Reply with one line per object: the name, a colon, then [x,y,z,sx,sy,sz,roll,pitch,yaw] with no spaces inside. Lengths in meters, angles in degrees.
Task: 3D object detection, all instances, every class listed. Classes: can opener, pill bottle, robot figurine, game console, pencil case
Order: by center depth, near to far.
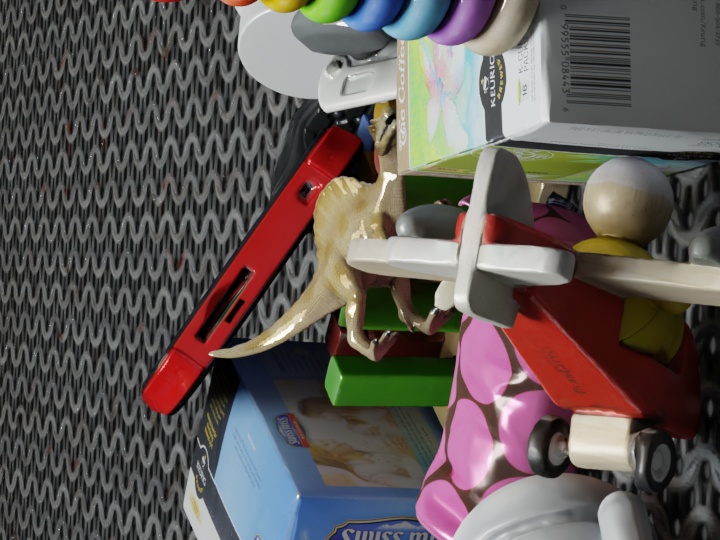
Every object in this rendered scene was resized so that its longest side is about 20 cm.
robot figurine: [0.106,0.184,1.431,0.170,0.112,0.201,-57,35,40]
pencil case: [0.081,0.060,1.556,0.093,0.091,0.201,18,107,24]
can opener: [0.043,-0.128,1.610,0.199,0.066,0.053,-5,58,40]
game console: [-0.068,0.003,1.744,0.200,0.031,0.177,-54,1,-6]
pill bottle: [-0.023,-0.208,1.777,0.112,0.112,0.201,118,164,-50]

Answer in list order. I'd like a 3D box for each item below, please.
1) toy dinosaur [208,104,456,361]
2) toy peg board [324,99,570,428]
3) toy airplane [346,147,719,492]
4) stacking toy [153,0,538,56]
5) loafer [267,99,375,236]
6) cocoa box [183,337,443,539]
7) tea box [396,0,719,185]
toy dinosaur: [0.000,0.000,1.599,0.101,0.058,0.200,49,123,27]
toy peg board: [0.027,-0.027,1.704,0.199,0.097,0.201,-115,34,-51]
toy airplane: [0.103,-0.001,1.361,0.142,0.199,0.199,-64,3,-24]
stacking toy: [-0.020,-0.147,1.308,0.085,0.199,0.086,-177,90,-68]
loafer: [-0.014,-0.096,1.866,0.201,0.068,0.071,123,157,-56]
cocoa box: [-0.016,0.143,1.744,0.200,0.133,0.132,-122,40,-58]
tea box: [0.111,-0.153,1.432,0.197,0.133,0.201,162,109,-69]
